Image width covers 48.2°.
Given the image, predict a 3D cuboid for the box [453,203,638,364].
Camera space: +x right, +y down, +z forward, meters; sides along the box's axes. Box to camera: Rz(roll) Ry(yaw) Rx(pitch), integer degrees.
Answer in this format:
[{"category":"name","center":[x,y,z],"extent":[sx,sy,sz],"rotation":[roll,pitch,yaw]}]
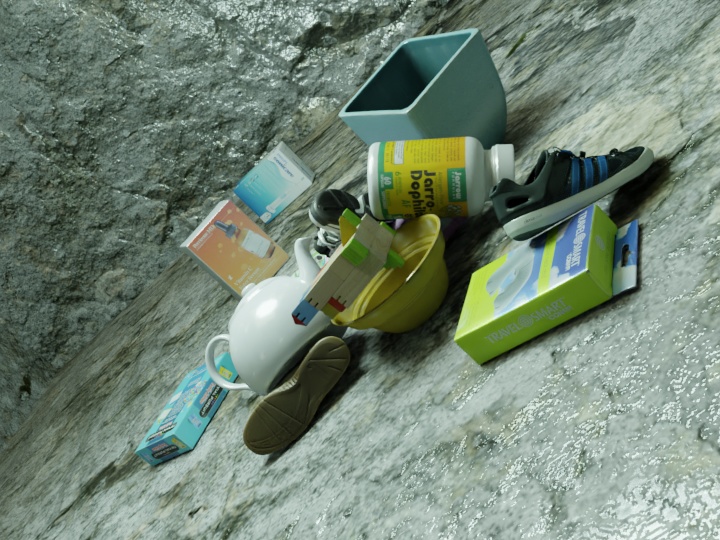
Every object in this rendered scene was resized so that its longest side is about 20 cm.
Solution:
[{"category":"box","center":[0.196,0.011,0.855],"extent":[0.200,0.048,0.122],"rotation":[-34,21,37]}]

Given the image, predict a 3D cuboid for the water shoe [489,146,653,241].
[{"category":"water shoe","center":[0.236,-0.107,0.889],"extent":[0.200,0.079,0.072],"rotation":[-28,-3,-16]}]

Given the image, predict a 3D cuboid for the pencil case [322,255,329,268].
[{"category":"pencil case","center":[0.000,0.000,1.283],"extent":[0.087,0.087,0.200],"rotation":[-48,18,-7]}]

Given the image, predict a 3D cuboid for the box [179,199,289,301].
[{"category":"box","center":[-0.298,-0.044,1.899],"extent":[0.152,0.200,0.106],"rotation":[-50,17,-13]}]

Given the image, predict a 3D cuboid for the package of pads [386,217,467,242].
[{"category":"package of pads","center":[0.080,-0.074,1.282],"extent":[0.121,0.076,0.200],"rotation":[-45,16,-9]}]

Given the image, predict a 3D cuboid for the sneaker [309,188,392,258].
[{"category":"sneaker","center":[-0.035,-0.055,1.181],"extent":[0.115,0.076,0.200],"rotation":[-44,-16,23]}]

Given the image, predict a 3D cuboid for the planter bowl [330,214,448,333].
[{"category":"planter bowl","center":[0.058,0.023,1.090],"extent":[0.200,0.083,0.200],"rotation":[-41,18,17]}]

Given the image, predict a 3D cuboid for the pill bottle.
[{"category":"pill bottle","center":[0.116,-0.130,1.136],"extent":[0.200,0.113,0.113],"rotation":[-1,30,9]}]

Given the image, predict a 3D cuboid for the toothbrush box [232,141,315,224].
[{"category":"toothbrush box","center":[-0.257,-0.262,2.407],"extent":[0.200,0.146,0.085],"rotation":[-40,18,21]}]

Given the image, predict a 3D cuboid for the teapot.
[{"category":"teapot","center":[-0.126,0.081,1.187],"extent":[0.200,0.146,0.197],"rotation":[-37,-18,-27]}]

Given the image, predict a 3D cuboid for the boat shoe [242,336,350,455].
[{"category":"boat shoe","center":[-0.083,0.174,1.123],"extent":[0.200,0.073,0.065],"rotation":[-46,-4,5]}]

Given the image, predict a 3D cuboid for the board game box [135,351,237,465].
[{"category":"board game box","center":[-0.320,0.260,1.510],"extent":[0.151,0.047,0.200],"rotation":[-30,23,43]}]

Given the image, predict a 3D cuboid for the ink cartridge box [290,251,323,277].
[{"category":"ink cartridge box","center":[-0.113,0.052,1.477],"extent":[0.200,0.059,0.104],"rotation":[-45,17,3]}]

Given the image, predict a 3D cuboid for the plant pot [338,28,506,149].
[{"category":"plant pot","center":[0.127,-0.251,1.337],"extent":[0.196,0.200,0.196],"rotation":[-51,31,-18]}]

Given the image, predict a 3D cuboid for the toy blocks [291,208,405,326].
[{"category":"toy blocks","center":[-0.023,0.007,1.043],"extent":[0.137,0.100,0.200],"rotation":[-51,4,16]}]

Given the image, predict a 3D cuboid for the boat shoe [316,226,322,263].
[{"category":"boat shoe","center":[-0.061,-0.089,1.671],"extent":[0.072,0.065,0.200],"rotation":[-31,23,36]}]
